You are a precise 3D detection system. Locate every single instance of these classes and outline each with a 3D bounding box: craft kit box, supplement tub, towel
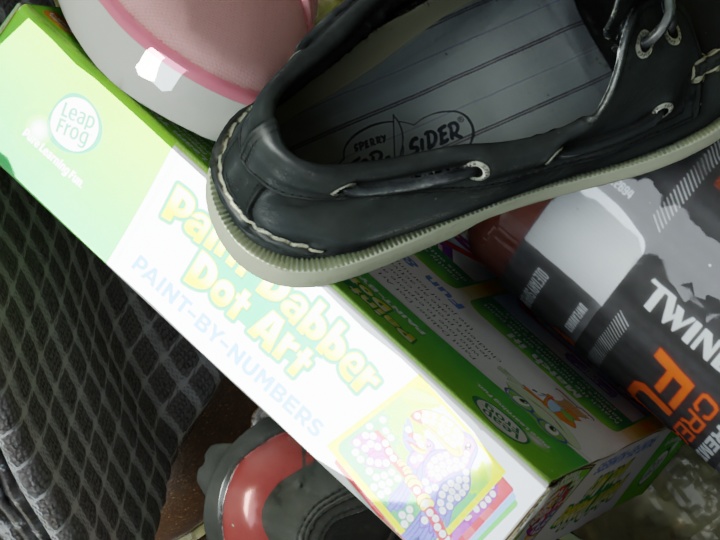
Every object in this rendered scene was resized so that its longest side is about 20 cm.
[{"bbox_3d":[0.000,0.000,0.818,0.200,0.197,0.049,42,103,13],"label":"craft kit box"},{"bbox_3d":[0.135,0.016,0.803,0.200,0.107,0.107,41,115,8],"label":"supplement tub"},{"bbox_3d":[-0.115,0.007,0.826,0.085,0.166,0.201,-18,121,17],"label":"towel"}]

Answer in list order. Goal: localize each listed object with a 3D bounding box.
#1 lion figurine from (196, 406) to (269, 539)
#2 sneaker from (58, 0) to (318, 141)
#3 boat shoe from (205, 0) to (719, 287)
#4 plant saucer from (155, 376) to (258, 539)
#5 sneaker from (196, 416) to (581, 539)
[{"bbox_3d":[-0.055,0.112,0.919,0.200,0.122,0.073,-40,87,4],"label":"lion figurine"},{"bbox_3d":[-0.032,-0.130,0.784,0.075,0.201,0.105,24,124,-18],"label":"sneaker"},{"bbox_3d":[0.050,-0.064,0.715,0.198,0.066,0.075,-22,71,-12],"label":"boat shoe"},{"bbox_3d":[-0.120,0.011,0.973,0.199,0.037,0.202,6,104,26],"label":"plant saucer"},{"bbox_3d":[0.044,0.104,0.827,0.200,0.098,0.071,31,88,-23],"label":"sneaker"}]
